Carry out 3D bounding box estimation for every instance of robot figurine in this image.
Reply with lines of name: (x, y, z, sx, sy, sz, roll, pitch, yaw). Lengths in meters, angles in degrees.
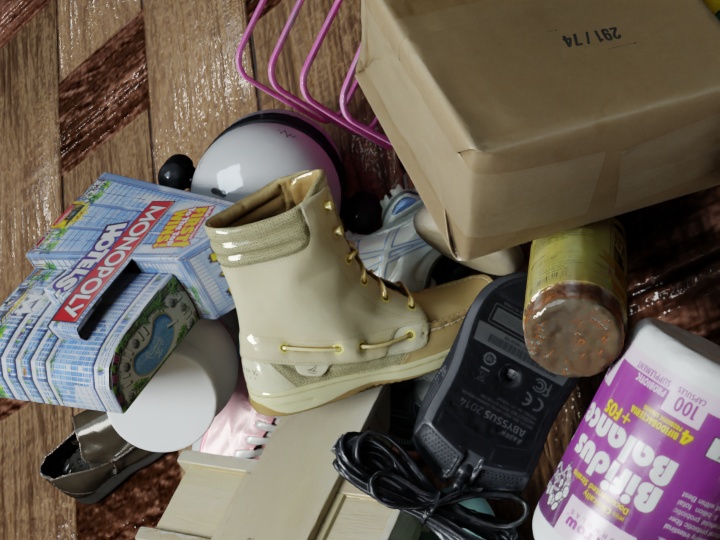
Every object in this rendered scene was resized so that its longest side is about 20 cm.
robot figurine: (-0.074, -0.066, 1.097, 0.150, 0.125, 0.200, -27, 10, 5)

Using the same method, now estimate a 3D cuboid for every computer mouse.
computer mouse: (0.080, 0.090, 0.887, 0.200, 0.138, 0.053, -56, -3, -22)

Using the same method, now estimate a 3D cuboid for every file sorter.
file sorter: (0.018, -0.168, 1.049, 0.200, 0.139, 0.126, 26, 92, 47)

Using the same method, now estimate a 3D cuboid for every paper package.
paper package: (0.119, -0.125, 0.854, 0.104, 0.200, 0.191, 92, 156, -52)

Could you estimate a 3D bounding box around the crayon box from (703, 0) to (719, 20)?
crayon box: (0.266, -0.271, 0.888, 0.200, 0.058, 0.173, -44, 50, 28)

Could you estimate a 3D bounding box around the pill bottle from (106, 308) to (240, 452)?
pill bottle: (-0.149, 0.061, 1.061, 0.109, 0.109, 0.200, -57, 13, 17)

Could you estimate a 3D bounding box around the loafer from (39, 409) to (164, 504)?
loafer: (-0.238, 0.159, 1.275, 0.200, 0.071, 0.073, -46, 49, 27)

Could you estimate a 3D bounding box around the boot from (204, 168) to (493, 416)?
boot: (0.000, 0.000, 0.931, 0.073, 0.200, 0.156, -134, 27, -66)

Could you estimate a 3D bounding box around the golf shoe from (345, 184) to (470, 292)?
golf shoe: (0.016, 0.012, 1.027, 0.200, 0.078, 0.097, -39, 63, 10)

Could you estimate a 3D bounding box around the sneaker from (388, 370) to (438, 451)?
sneaker: (0.055, 0.090, 1.003, 0.200, 0.073, 0.082, -7, 110, 35)

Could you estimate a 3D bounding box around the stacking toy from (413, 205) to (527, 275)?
stacking toy: (0.115, -0.101, 0.970, 0.085, 0.085, 0.200, 13, 74, 48)

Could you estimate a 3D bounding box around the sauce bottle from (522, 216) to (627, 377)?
sauce bottle: (0.143, -0.011, 0.871, 0.066, 0.066, 0.200, -41, 18, 31)

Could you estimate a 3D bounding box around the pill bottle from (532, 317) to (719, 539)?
pill bottle: (0.174, 0.139, 0.816, 0.112, 0.112, 0.200, 35, 104, 46)

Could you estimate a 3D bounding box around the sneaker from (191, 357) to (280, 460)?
sneaker: (-0.073, 0.126, 1.107, 0.105, 0.075, 0.201, 16, 85, 53)

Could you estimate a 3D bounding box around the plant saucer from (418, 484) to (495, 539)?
plant saucer: (0.049, 0.247, 0.918, 0.200, 0.027, 0.201, -171, 90, -72)

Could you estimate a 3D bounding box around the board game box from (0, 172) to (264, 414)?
board game box: (-0.163, 0.009, 0.971, 0.200, 0.062, 0.200, 1, 42, 37)

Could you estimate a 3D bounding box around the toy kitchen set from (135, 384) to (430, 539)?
toy kitchen set: (-0.016, 0.189, 0.993, 0.200, 0.181, 0.163, 3, 50, 33)
